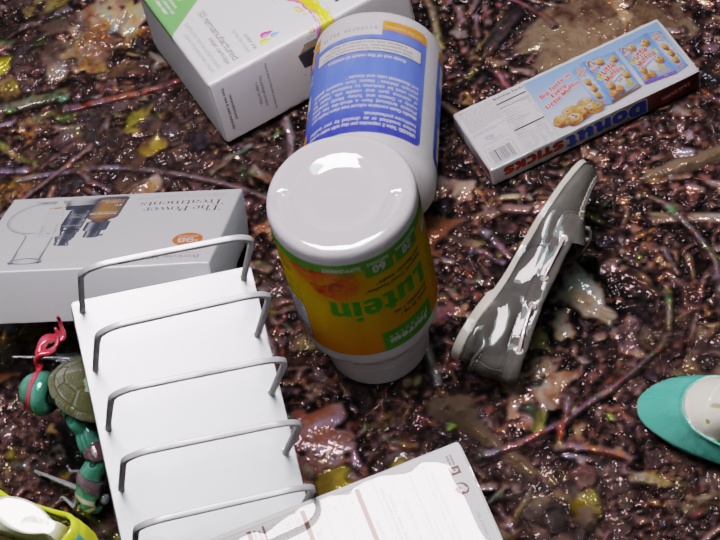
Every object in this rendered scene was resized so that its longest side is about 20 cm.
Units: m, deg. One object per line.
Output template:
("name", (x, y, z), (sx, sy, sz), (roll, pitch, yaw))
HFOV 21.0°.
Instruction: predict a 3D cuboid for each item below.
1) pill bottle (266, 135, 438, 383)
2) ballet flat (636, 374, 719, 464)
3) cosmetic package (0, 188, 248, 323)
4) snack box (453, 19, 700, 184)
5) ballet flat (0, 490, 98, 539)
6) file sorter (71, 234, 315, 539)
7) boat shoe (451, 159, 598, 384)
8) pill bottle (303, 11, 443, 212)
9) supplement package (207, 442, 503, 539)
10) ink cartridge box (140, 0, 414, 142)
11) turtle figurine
("pill bottle", (0.000, 0.000, 1.461), (0.111, 0.200, 0.111), (-5, 55, 7))
("ballet flat", (0.294, 0.114, 1.408), (0.200, 0.070, 0.067), (24, 63, 25))
("cosmetic package", (-0.201, -0.012, 1.559), (0.199, 0.052, 0.151), (-3, 26, 8))
("snack box", (0.183, -0.144, 1.638), (0.200, 0.024, 0.072), (-25, 54, -8))
("ballet flat", (-0.289, 0.186, 1.466), (0.199, 0.067, 0.067), (12, 59, 19))
("file sorter", (-0.119, 0.088, 1.383), (0.138, 0.125, 0.200), (-11, 74, -11))
("boat shoe", (0.144, 0.004, 1.522), (0.057, 0.067, 0.200), (31, 69, 10))
("pill bottle", (0.009, -0.104, 1.588), (0.112, 0.112, 0.200), (-1, 55, 10))
("supplement package", (0.003, 0.226, 1.353), (0.200, 0.117, 0.117), (-21, 57, -4))
("ink cartridge box", (-0.072, -0.226, 1.705), (0.200, 0.084, 0.145), (-30, 55, -11))
("turtle figurine", (-0.188, 0.110, 1.486), (0.199, 0.101, 0.150), (9, 62, 6))
